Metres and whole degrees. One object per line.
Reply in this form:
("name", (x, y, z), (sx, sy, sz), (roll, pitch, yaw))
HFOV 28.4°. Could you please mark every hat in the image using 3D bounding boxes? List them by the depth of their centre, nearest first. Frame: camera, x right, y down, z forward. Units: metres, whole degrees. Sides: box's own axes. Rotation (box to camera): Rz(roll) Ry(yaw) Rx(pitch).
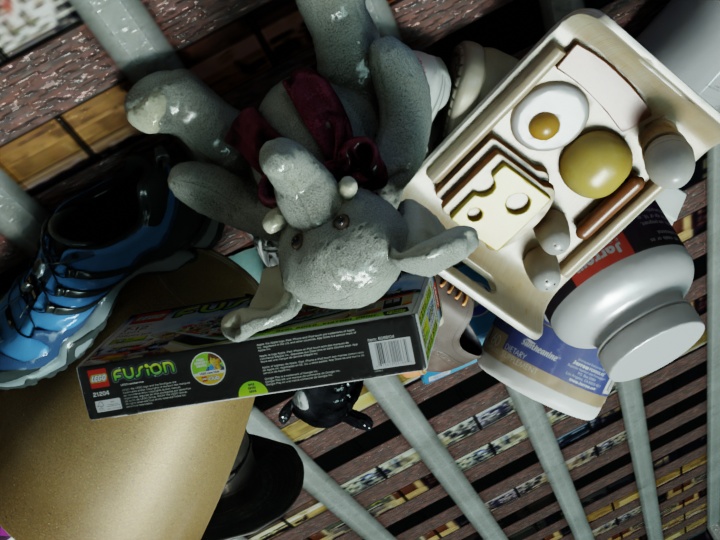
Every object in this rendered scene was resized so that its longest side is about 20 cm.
("hat", (-0.152, 0.165, 1.218), (0.200, 0.201, 0.081), (-20, 114, -14))

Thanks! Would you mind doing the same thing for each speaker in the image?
("speaker", (0.265, -0.183, 0.974), (0.081, 0.081, 0.200), (-4, 147, -40))

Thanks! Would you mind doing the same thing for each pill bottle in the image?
("pill bottle", (0.169, -0.023, 1.047), (0.112, 0.200, 0.113), (-22, 155, -11))
("pill bottle", (0.184, 0.011, 1.161), (0.111, 0.111, 0.200), (18, 99, -57))

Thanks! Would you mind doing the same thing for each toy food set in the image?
("toy food set", (0.132, -0.055, 0.913), (0.143, 0.060, 0.200), (33, 115, -25))

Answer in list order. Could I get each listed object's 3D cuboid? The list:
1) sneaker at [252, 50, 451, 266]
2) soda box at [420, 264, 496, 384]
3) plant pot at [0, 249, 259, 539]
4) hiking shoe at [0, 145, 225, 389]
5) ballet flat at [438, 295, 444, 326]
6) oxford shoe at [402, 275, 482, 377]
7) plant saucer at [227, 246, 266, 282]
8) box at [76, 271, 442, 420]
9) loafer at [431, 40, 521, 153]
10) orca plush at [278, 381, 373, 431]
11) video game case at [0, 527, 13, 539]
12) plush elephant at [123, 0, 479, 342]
("sneaker", (-0.002, -0.068, 0.944), (0.099, 0.078, 0.200), (-8, 150, -42))
("soda box", (0.132, 0.023, 1.257), (0.200, 0.068, 0.064), (-23, 156, -8))
("plant pot", (-0.148, 0.085, 0.999), (0.186, 0.186, 0.200), (5, 129, -49))
("hiking shoe", (-0.185, -0.005, 0.903), (0.200, 0.074, 0.087), (-40, 146, 5))
("ballet flat", (0.000, 0.000, 0.977), (0.069, 0.070, 0.200), (-10, -173, -33))
("oxford shoe", (0.048, 0.007, 1.097), (0.073, 0.071, 0.200), (-6, 142, 13))
("plant saucer", (-0.082, 0.045, 1.129), (0.200, 0.036, 0.200), (-22, 155, -11))
("box", (-0.056, 0.042, 0.847), (0.200, 0.035, 0.110), (-10, -167, 10))
("loafer", (0.084, -0.074, 0.988), (0.068, 0.076, 0.200), (8, 147, 0))
("orca plush", (-0.006, 0.101, 1.227), (0.105, 0.071, 0.200), (-44, 173, -35))
("video game case", (-0.279, 0.191, 1.119), (0.200, 0.036, 0.181), (-38, -178, 25))
("plush elephant", (-0.024, -0.045, 0.788), (0.165, 0.155, 0.200), (-28, 119, 10))
